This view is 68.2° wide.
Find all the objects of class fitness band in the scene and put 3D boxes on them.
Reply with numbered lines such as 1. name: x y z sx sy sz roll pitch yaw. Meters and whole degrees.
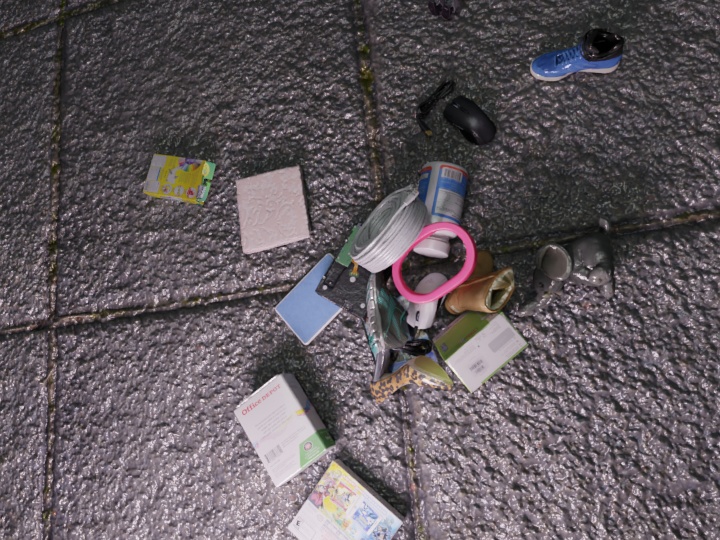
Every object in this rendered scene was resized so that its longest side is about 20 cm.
1. fitness band: 0.155 -0.017 1.143 0.199 0.037 0.145 -37 76 23

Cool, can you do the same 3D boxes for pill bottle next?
1. pill bottle: 0.178 -0.136 1.220 0.111 0.112 0.202 10 82 16

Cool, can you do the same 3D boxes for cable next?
1. cable: 0.060 -0.090 1.169 0.069 0.200 0.201 36 84 -19

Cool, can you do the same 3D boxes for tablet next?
1. tablet: -0.104 0.069 1.305 0.200 0.014 0.130 -45 72 3

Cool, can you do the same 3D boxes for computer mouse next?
1. computer mouse: 0.134 0.090 1.189 0.109 0.044 0.202 12 74 36
2. computer mouse: 0.223 -0.367 1.289 0.140 0.046 0.201 -39 72 3

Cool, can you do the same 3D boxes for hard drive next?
1. hard drive: 0.000 0.000 1.267 0.139 0.038 0.201 27 80 17

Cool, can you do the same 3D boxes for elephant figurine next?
1. elephant figurine: 0.427 -0.002 1.126 0.198 0.142 0.156 -4 48 30

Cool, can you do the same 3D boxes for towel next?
1. towel: -0.227 -0.159 1.375 0.189 0.032 0.202 -11 77 12

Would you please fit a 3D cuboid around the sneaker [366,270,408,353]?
1. sneaker: 0.060 0.086 1.173 0.090 0.078 0.202 0 63 -7

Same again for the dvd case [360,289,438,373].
1. dvd case: 0.088 0.163 1.232 0.141 0.018 0.202 -21 75 11

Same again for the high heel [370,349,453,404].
1. high heel: 0.108 0.252 1.139 0.199 0.071 0.144 20 112 37

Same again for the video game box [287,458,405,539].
1. video game box: -0.032 0.554 1.169 0.199 0.047 0.183 36 91 18

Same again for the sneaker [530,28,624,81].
1. sneaker: 0.491 -0.494 1.209 0.198 0.111 0.078 2 79 16

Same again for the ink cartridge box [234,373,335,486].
1. ink cartridge box: -0.173 0.359 1.218 0.145 0.087 0.201 -38 74 4

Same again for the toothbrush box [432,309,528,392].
1. toothbrush box: 0.238 0.146 1.092 0.145 0.200 0.086 -41 94 3

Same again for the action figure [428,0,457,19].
1. action figure: 0.259 -0.732 1.345 0.130 0.069 0.201 36 86 24

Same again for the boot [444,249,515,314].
1. boot: 0.266 0.019 1.109 0.066 0.200 0.176 31 76 -7

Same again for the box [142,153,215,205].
1. box: -0.488 -0.249 1.456 0.198 0.048 0.119 11 81 19
